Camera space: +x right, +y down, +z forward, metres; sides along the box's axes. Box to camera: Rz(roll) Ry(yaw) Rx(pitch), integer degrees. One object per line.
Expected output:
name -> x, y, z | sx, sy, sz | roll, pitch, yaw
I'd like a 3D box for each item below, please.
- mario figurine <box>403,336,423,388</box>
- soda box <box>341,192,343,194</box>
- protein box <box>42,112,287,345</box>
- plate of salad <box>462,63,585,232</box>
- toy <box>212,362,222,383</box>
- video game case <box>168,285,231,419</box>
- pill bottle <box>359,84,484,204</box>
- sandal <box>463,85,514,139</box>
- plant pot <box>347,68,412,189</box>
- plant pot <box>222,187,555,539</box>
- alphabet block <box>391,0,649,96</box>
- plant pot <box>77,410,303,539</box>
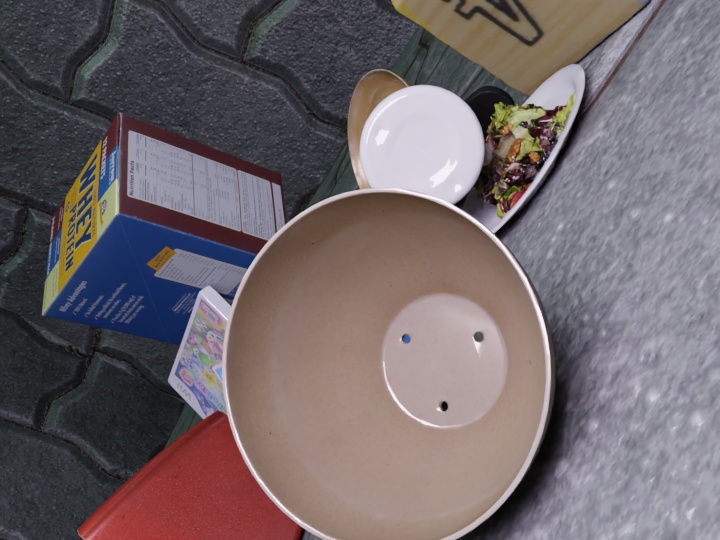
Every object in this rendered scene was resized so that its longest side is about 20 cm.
mario figurine -> 0.013, 0.090, 0.627 | 0.200, 0.105, 0.124 | -70, 1, -58
soda box -> -0.030, -0.030, 0.914 | 0.068, 0.064, 0.200 | -59, 0, 21
protein box -> -0.216, -0.031, 0.849 | 0.198, 0.199, 0.136 | -41, 46, 37
plate of salad -> 0.143, -0.114, 0.732 | 0.201, 0.048, 0.200 | -57, 11, 16
toy -> -0.088, 0.136, 0.769 | 0.199, 0.116, 0.047 | -26, 8, 47
video game case -> -0.150, 0.124, 0.866 | 0.018, 0.143, 0.200 | -39, -13, -41
pill bottle -> 0.059, -0.123, 0.757 | 0.114, 0.113, 0.200 | -58, 3, 11
sandal -> 0.109, -0.145, 0.922 | 0.200, 0.075, 0.045 | -43, 28, 51
plant pot -> 0.044, -0.149, 0.948 | 0.027, 0.202, 0.200 | -15, -12, -26
plant pot -> 0.032, 0.059, 0.482 | 0.201, 0.200, 0.134 | -58, -23, 9
alphabet block -> 0.176, -0.332, 0.758 | 0.196, 0.195, 0.200 | -62, 10, -19
plant pot -> -0.164, 0.266, 0.815 | 0.177, 0.199, 0.200 | -53, 6, -25
